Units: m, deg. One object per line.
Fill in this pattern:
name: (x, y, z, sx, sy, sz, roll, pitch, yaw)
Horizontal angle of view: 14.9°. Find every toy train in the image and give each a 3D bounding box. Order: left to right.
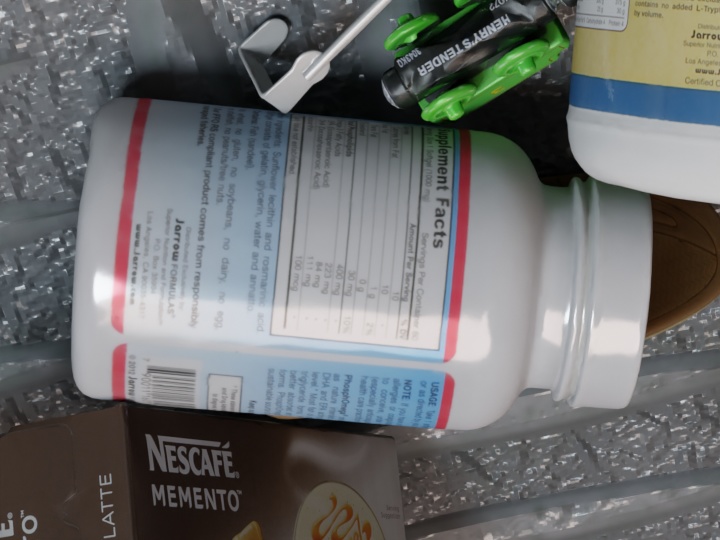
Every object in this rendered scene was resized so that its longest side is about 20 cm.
toy train: (0.096, -0.110, 0.949, 0.199, 0.042, 0.056, -30, 171, 16)

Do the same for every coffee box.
coffee box: (-0.061, 0.118, 1.053, 0.079, 0.115, 0.200, -13, 167, 28)

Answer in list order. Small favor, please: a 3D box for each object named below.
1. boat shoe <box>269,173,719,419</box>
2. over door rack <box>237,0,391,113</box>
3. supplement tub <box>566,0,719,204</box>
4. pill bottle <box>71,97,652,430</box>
boat shoe: (0.045, 0.016, 1.074, 0.199, 0.073, 0.072, -18, 168, -3)
over door rack: (-0.007, -0.137, 0.889, 0.200, 0.067, 0.148, -35, 131, 25)
supplement tub: (0.139, -0.121, 0.820, 0.144, 0.145, 0.201, 3, 96, -14)
pill bottle: (0.000, 0.000, 0.983, 0.199, 0.109, 0.109, 5, 136, -2)
